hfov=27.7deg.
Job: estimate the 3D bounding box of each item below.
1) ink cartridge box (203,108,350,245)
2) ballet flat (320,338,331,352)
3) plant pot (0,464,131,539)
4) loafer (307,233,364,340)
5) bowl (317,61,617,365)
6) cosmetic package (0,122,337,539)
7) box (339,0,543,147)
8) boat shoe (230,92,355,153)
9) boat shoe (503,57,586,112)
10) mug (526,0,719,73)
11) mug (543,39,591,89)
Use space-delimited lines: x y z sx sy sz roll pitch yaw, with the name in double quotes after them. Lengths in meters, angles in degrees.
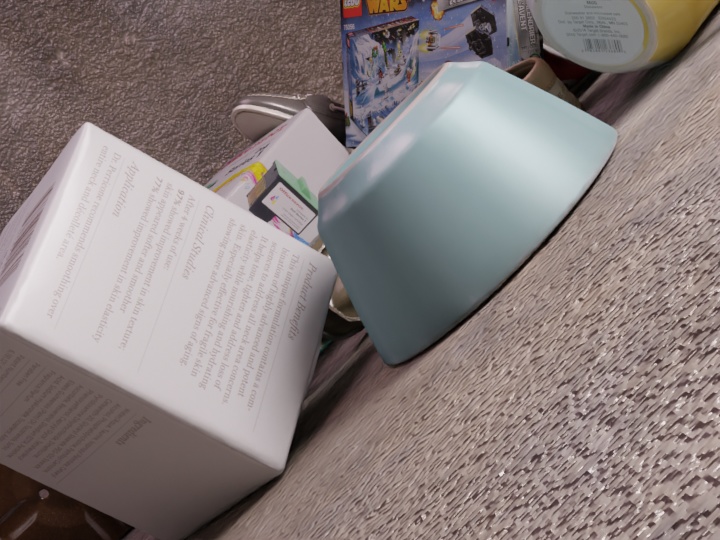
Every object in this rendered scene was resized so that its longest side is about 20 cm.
-0.104 -0.024 1.190 0.145 0.084 0.200 -25 21 53 "ink cartridge box"
0.000 0.000 1.152 0.200 0.067 0.070 -46 30 4 "ballet flat"
-0.271 0.164 1.335 0.200 0.200 0.198 -46 15 -3 "plant pot"
0.022 -0.030 1.073 0.200 0.075 0.070 -50 3 -34 "loafer"
0.050 -0.050 0.888 0.201 0.105 0.201 -44 6 6 "bowl"
-0.150 0.048 0.960 0.166 0.199 0.168 -39 27 47 "cosmetic package"
0.058 -0.163 1.113 0.040 0.138 0.199 -8 9 -37 "box"
-0.017 -0.119 1.270 0.067 0.199 0.057 -42 34 56 "boat shoe"
0.058 -0.098 1.014 0.199 0.065 0.072 -18 36 35 "boat shoe"
0.183 -0.216 0.919 0.154 0.149 0.187 -58 5 -30 "mug"
0.096 -0.159 1.187 0.178 0.133 0.200 -48 3 -40 "mug"
